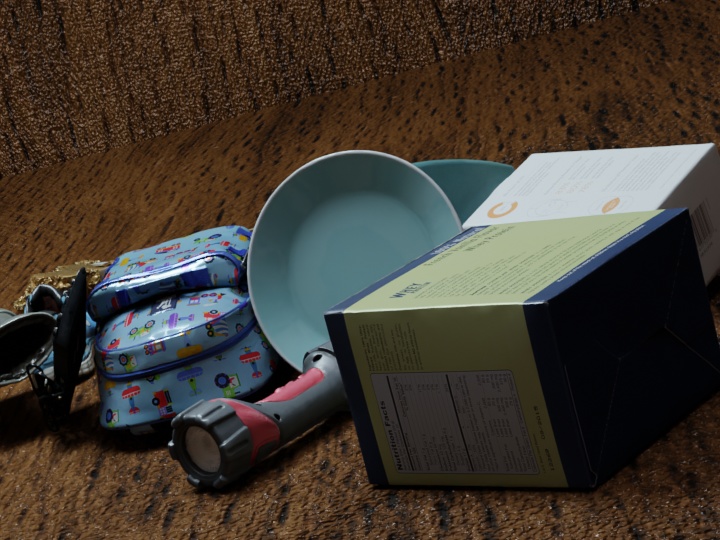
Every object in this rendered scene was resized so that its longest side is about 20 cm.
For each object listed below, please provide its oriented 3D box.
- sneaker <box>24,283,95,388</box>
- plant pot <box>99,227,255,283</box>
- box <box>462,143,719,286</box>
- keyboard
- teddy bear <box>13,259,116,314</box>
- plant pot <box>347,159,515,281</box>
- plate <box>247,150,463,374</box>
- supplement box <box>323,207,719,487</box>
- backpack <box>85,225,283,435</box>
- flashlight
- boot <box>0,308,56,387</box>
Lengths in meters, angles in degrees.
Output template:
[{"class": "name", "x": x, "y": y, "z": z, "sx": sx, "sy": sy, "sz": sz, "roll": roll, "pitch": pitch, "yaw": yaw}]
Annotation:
[{"class": "sneaker", "x": -0.303, "y": 0.051, "z": 2.097, "sx": 0.078, "sy": 0.091, "sz": 0.200, "roll": -15, "pitch": 12, "yaw": 0}, {"class": "plant pot", "x": -0.149, "y": 0.019, "z": 2.006, "sx": 0.199, "sy": 0.094, "sz": 0.201, "roll": -15, "pitch": 0, "yaw": 0}, {"class": "box", "x": 0.209, "y": -0.033, "z": 1.760, "sx": 0.199, "sy": 0.098, "sz": 0.124, "roll": 0, "pitch": 33, "yaw": 43}, {"class": "keyboard", "x": -0.271, "y": 0.073, "z": 1.817, "sx": 0.039, "sy": 0.105, "sz": 0.200, "roll": 12, "pitch": -23, "yaw": -2}, {"class": "teddy bear", "x": -0.310, "y": 0.027, "z": 2.312, "sx": 0.143, "sy": 0.068, "sz": 0.200, "roll": -5, "pitch": 6, "yaw": 2}, {"class": "plant pot", "x": 0.052, "y": -0.024, "z": 1.854, "sx": 0.199, "sy": 0.143, "sz": 0.141, "roll": -15, "pitch": -2, "yaw": -33}, {"class": "plate", "x": 0.000, "y": 0.000, "z": 1.727, "sx": 0.198, "sy": 0.202, "sz": 0.026, "roll": -11, "pitch": -4, "yaw": 17}, {"class": "supplement box", "x": 0.119, "y": 0.055, "z": 1.464, "sx": 0.198, "sy": 0.136, "sz": 0.199, "roll": -4, "pitch": 17, "yaw": 40}, {"class": "backpack", "x": -0.156, "y": 0.059, "z": 1.794, "sx": 0.181, "sy": 0.136, "sz": 0.200, "roll": -13, "pitch": 15, "yaw": 12}, {"class": "flashlight", "x": -0.066, "y": 0.106, "z": 1.627, "sx": 0.068, "sy": 0.068, "sz": 0.199, "roll": -8, "pitch": 15, "yaw": 40}, {"class": "boot", "x": -0.370, "y": 0.098, "z": 1.926, "sx": 0.182, "sy": 0.073, "sz": 0.200, "roll": -43, "pitch": 19, "yaw": -10}]
